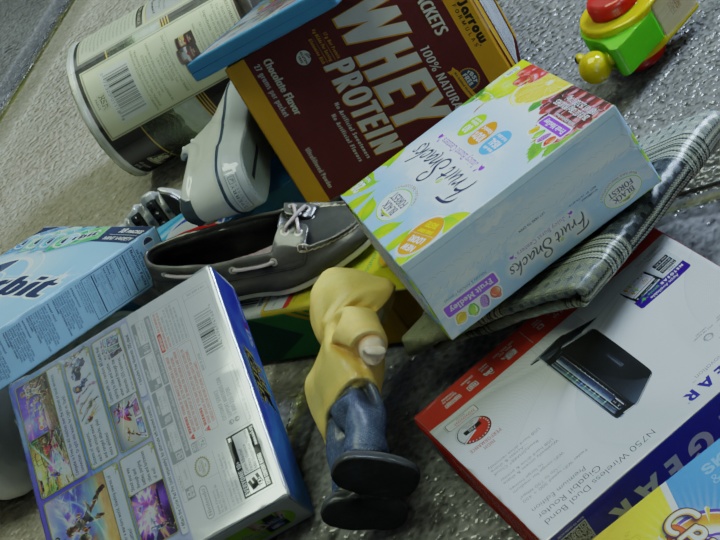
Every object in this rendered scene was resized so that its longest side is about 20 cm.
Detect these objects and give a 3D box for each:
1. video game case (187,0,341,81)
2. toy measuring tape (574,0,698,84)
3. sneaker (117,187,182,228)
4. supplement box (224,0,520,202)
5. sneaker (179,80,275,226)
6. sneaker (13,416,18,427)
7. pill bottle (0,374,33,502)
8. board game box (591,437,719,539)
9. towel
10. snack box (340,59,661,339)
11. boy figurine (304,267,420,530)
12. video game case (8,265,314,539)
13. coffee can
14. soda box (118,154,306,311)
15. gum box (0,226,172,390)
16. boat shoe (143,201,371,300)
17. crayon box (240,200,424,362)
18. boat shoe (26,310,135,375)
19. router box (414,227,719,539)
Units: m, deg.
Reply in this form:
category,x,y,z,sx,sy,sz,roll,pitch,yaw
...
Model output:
category,x,y,z,sx,sy,sz,roll,pitch,yaw
video game case,-0.041,-0.220,1.401,0.142,0.018,0.200,-24,17,31
toy measuring tape,0.230,-0.218,1.394,0.200,0.074,0.073,-48,31,-19
sneaker,-0.207,-0.010,1.571,0.199,0.075,0.081,-30,3,24
supplement box,0.015,-0.177,1.448,0.196,0.133,0.200,-30,14,11
sneaker,-0.110,-0.103,1.431,0.070,0.073,0.200,-20,24,14
sneaker,-0.186,0.128,1.329,0.199,0.080,0.074,-6,39,40
pill bottle,-0.358,0.150,1.443,0.199,0.113,0.113,-19,33,28
board game box,0.182,0.171,0.915,0.200,0.040,0.153,-38,29,-3
towel,0.137,-0.019,1.188,0.193,0.035,0.200,-49,16,-32
snack box,0.086,-0.053,1.179,0.168,0.068,0.200,-37,18,0
boy figurine,-0.003,0.079,1.180,0.064,0.125,0.201,6,40,-9
video game case,-0.144,0.125,1.247,0.180,0.045,0.201,-29,55,10
coffee can,-0.160,-0.199,1.698,0.199,0.147,0.147,-26,31,17
soda box,-0.122,-0.015,1.474,0.199,0.068,0.064,-32,29,7
gum box,-0.273,0.030,1.403,0.200,0.045,0.169,-36,23,-35
boat shoe,-0.078,-0.016,1.337,0.199,0.057,0.067,-20,33,28
crayon box,0.000,0.000,1.342,0.199,0.051,0.127,-10,38,40
boat shoe,-0.193,0.078,1.419,0.199,0.062,0.073,-2,64,48
router box,0.154,0.075,1.072,0.200,0.049,0.179,-40,29,-7
